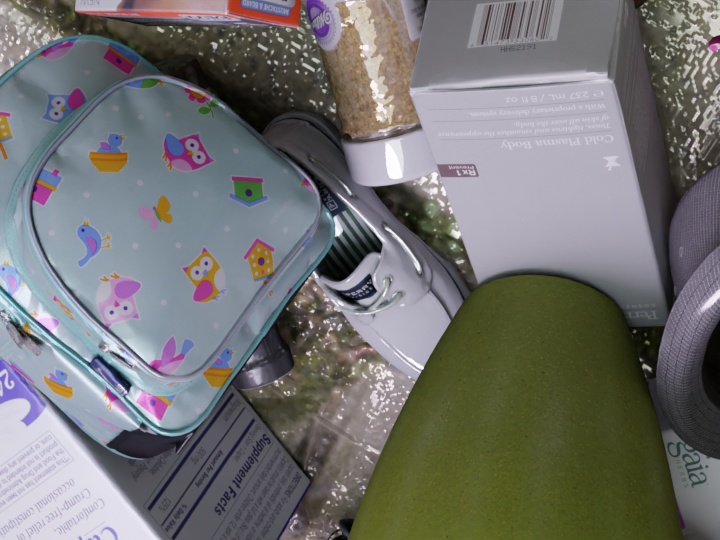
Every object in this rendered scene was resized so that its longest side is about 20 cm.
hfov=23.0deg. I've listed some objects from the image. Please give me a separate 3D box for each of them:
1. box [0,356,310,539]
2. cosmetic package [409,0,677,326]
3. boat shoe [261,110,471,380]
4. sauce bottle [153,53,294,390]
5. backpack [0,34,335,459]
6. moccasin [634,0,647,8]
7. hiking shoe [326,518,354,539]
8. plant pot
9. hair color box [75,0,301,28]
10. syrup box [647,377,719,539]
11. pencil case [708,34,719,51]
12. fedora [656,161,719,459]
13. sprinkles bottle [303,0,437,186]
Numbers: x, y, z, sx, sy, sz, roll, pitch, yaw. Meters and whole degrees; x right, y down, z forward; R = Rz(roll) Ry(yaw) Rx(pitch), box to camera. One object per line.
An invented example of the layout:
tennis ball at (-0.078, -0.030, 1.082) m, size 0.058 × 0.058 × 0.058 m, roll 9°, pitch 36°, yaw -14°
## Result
box at (-0.148, 0.117, 1.060) m, size 0.105 × 0.184 × 0.200 m, roll -36°, pitch 98°, yaw 23°
cosmetic package at (0.103, -0.058, 0.929) m, size 0.106 × 0.090 × 0.200 m, roll -3°, pitch 138°, yaw 20°
boat shoe at (0.000, 0.000, 1.038) m, size 0.073 × 0.067 × 0.200 m, roll -37°, pitch 97°, yaw 25°
sauce bottle at (-0.091, -0.025, 1.055) m, size 0.064 × 0.065 × 0.201 m, roll -15°, pitch 104°, yaw 20°
backpack at (-0.131, -0.022, 0.933) m, size 0.200 × 0.176 × 0.153 m, roll 37°, pitch 156°, yaw -1°
moccasin at (0.120, -0.166, 0.924) m, size 0.201 × 0.074 × 0.078 m, roll -22°, pitch 146°, yaw 23°
hiking shoe at (-0.011, 0.186, 1.028) m, size 0.199 × 0.074 × 0.087 m, roll -15°, pitch 97°, yaw 8°
plant pot at (0.087, 0.111, 0.919) m, size 0.186 × 0.201 × 0.187 m, roll 8°, pitch 147°, yaw 5°
hair color box at (-0.082, -0.230, 0.919) m, size 0.111 × 0.064 × 0.201 m, roll 6°, pitch 94°, yaw 36°
syrup box at (0.130, 0.126, 1.043) m, size 0.199 × 0.081 × 0.079 m, roll -14°, pitch 107°, yaw 21°
pencil case at (0.284, -0.089, 0.913) m, size 0.200 × 0.088 × 0.088 m, roll 37°, pitch 116°, yaw -2°
fedora at (0.222, 0.002, 0.926) m, size 0.176 × 0.091 × 0.200 m, roll -22°, pitch 142°, yaw -2°
sprinkles bottle at (0.002, -0.150, 0.979) m, size 0.068 × 0.068 × 0.201 m, roll -10°, pitch 107°, yaw 19°
